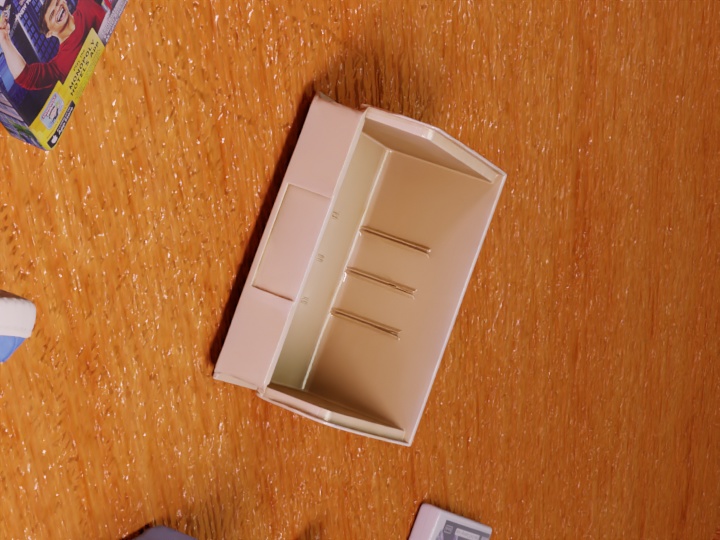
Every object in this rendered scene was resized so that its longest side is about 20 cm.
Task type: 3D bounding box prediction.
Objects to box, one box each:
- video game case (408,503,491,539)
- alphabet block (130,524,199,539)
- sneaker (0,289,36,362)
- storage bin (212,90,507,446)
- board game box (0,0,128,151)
[{"bbox_3d":[0.056,0.302,2.289,0.183,0.023,0.200,-69,162,-4],"label":"video game case"},{"bbox_3d":[-0.106,0.297,1.554,0.196,0.194,0.201,-19,128,-65],"label":"alphabet block"},{"bbox_3d":[-0.222,0.060,1.154,0.200,0.076,0.112,-7,109,-65],"label":"sneaker"},{"bbox_3d":[0.000,0.000,1.710,0.201,0.093,0.198,-70,162,-1],"label":"storage bin"},{"bbox_3d":[-0.148,-0.186,1.148,0.201,0.061,0.200,-65,160,-15],"label":"board game box"}]
